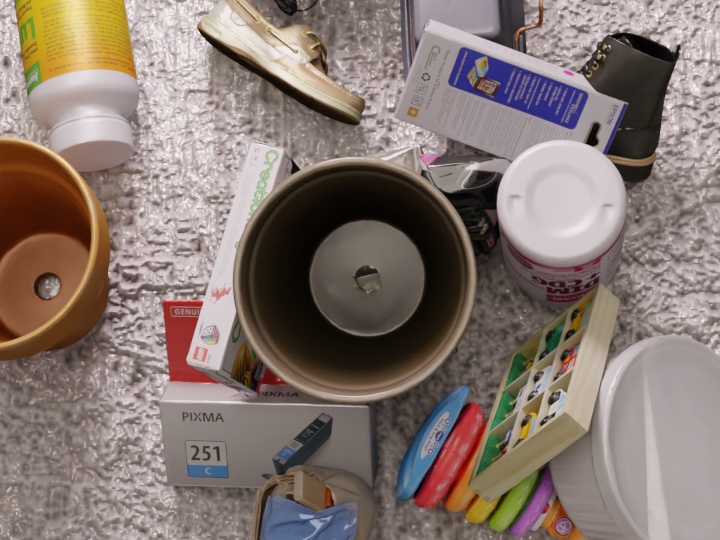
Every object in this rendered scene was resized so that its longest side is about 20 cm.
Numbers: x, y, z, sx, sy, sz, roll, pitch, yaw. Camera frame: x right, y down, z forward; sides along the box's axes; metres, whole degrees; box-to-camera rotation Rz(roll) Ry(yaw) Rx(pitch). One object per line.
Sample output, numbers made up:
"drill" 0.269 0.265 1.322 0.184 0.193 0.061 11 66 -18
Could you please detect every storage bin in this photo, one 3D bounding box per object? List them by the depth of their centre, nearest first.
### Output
"storage bin" 0.105 -0.272 1.598 0.145 0.134 0.201 -3 76 6

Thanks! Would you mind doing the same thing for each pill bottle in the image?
"pill bottle" 0.183 -0.035 1.490 0.113 0.200 0.114 -2 75 7
"pill bottle" -0.282 -0.206 1.640 0.110 0.111 0.201 -12 74 4

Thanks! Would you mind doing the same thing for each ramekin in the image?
"ramekin" 0.253 0.161 1.443 0.202 0.094 0.204 9 75 -37

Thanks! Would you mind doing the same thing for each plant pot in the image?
"plant pot" 0.001 0.006 1.401 0.199 0.174 0.201 0 91 5
"plant pot" -0.323 -0.003 1.554 0.199 0.183 0.201 -2 76 6

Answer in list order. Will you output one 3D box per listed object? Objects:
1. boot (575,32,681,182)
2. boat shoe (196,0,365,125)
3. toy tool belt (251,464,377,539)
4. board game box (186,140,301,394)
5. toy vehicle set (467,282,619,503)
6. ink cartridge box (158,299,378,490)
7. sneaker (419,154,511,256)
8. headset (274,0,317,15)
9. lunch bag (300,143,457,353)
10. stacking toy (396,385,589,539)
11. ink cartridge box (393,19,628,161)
"boot" 0.197 -0.178 1.555 0.199 0.139 0.078 13 34 1
"boat shoe" -0.071 -0.217 1.636 0.200 0.074 0.067 34 87 14
"toy tool belt" -0.043 0.275 1.458 0.124 0.123 0.201 -1 88 9
"board game box" -0.093 0.001 1.442 0.034 0.126 0.201 13 80 15
"toy vehicle set" 0.163 0.105 1.434 0.026 0.200 0.124 41 124 -10
"ink cartridge box" -0.087 0.117 1.518 0.199 0.045 0.177 0 113 7
"sneaker" 0.104 -0.056 1.512 0.080 0.200 0.087 2 84 18
"headset" -0.019 -0.341 1.637 0.094 0.124 0.200 41 94 3
"lunch bag" 0.000 0.000 1.550 0.163 0.118 0.201 -10 80 7
"stacking toy" 0.137 0.202 1.496 0.199 0.110 0.116 31 78 3
"ink cartridge box" 0.139 -0.154 1.520 0.199 0.037 0.095 21 119 1
